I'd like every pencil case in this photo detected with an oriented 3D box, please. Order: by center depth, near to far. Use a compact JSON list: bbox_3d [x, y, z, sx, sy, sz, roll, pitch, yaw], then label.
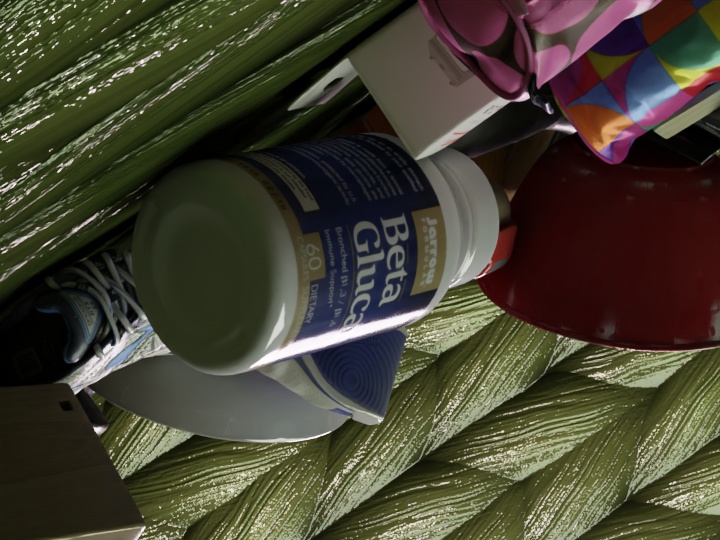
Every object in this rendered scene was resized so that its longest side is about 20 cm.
[{"bbox_3d":[0.127,-0.157,0.909,0.200,0.091,0.094,-36,172,-19],"label":"pencil case"},{"bbox_3d":[0.206,-0.147,1.182,0.200,0.089,0.088,-33,179,18],"label":"pencil case"}]

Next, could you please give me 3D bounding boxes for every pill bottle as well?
[{"bbox_3d":[-0.016,-0.016,1.067,0.200,0.111,0.111,-14,164,-48],"label":"pill bottle"}]

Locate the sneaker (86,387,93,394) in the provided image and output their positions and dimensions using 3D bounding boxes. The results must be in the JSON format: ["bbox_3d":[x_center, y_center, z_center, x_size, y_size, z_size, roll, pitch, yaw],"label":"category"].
[{"bbox_3d":[-0.221,0.093,1.445,0.200,0.082,0.070,-34,179,-23],"label":"sneaker"}]

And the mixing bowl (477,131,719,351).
[{"bbox_3d":[0.183,-0.034,1.335,0.199,0.109,0.200,4,-159,-2],"label":"mixing bowl"}]

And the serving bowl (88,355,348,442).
[{"bbox_3d":[-0.096,0.044,1.348,0.200,0.200,0.066,-32,140,-65],"label":"serving bowl"}]

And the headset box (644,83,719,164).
[{"bbox_3d":[0.261,-0.159,1.293,0.200,0.149,0.075,-55,142,-2],"label":"headset box"}]

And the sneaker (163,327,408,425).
[{"bbox_3d":[-0.075,0.026,1.239,0.115,0.199,0.081,-12,-126,58],"label":"sneaker"}]

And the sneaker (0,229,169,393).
[{"bbox_3d":[-0.141,0.024,1.103,0.200,0.077,0.085,-35,175,4],"label":"sneaker"}]

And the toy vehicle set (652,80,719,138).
[{"bbox_3d":[0.244,-0.187,1.234,0.200,0.125,0.026,-32,157,18],"label":"toy vehicle set"}]

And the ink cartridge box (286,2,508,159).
[{"bbox_3d":[0.066,-0.121,1.038,0.200,0.068,0.116,-34,180,12],"label":"ink cartridge box"}]

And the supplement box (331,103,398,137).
[{"bbox_3d":[0.075,-0.121,1.415,0.200,0.069,0.067,-37,-177,-29],"label":"supplement box"}]

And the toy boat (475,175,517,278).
[{"bbox_3d":[0.000,0.000,1.295,0.199,0.131,0.130,4,-172,18],"label":"toy boat"}]

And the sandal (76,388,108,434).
[{"bbox_3d":[-0.228,0.087,1.253,0.057,0.080,0.201,-39,168,18],"label":"sandal"}]

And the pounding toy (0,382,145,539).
[{"bbox_3d":[-0.261,0.151,1.060,0.184,0.142,0.200,-2,139,-46],"label":"pounding toy"}]

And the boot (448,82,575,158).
[{"bbox_3d":[0.123,-0.154,1.330,0.200,0.073,0.182,-3,118,-42],"label":"boot"}]

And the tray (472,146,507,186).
[{"bbox_3d":[0.064,-0.076,1.498,0.099,0.037,0.200,-33,-152,33],"label":"tray"}]

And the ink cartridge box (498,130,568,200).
[{"bbox_3d":[0.110,-0.081,1.563,0.200,0.075,0.165,-18,-143,50],"label":"ink cartridge box"}]
